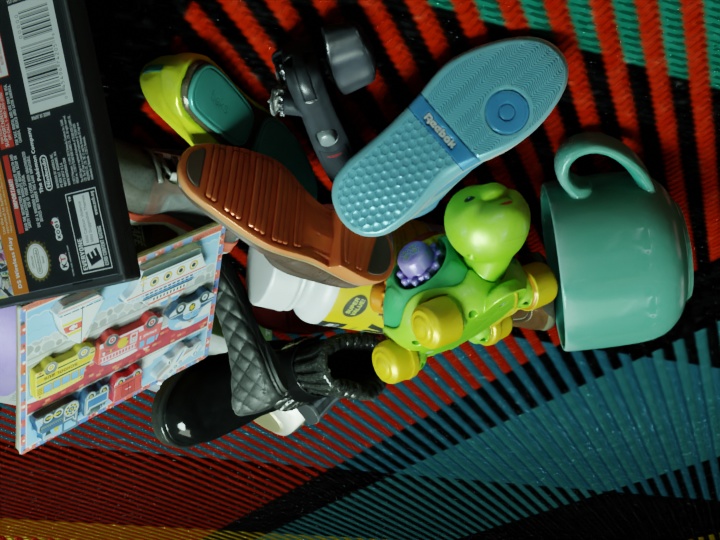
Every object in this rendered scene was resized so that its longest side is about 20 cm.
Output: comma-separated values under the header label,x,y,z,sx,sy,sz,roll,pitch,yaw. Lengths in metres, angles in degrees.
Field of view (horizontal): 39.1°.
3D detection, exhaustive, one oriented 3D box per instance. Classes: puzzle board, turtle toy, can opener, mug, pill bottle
label,x,y,z,sx,sy,sz,roll,pitch,yaw
puzzle board,-0.191,0.053,0.828,0.200,0.017,0.151,-28,143,-43
turtle toy,0.082,0.006,0.840,0.145,0.101,0.200,-18,161,-33
can opener,-0.022,-0.110,0.766,0.078,0.064,0.200,-4,156,5
mug,0.224,-0.017,0.879,0.114,0.153,0.185,-7,156,6
pill bottle,0.000,0.000,0.955,0.199,0.115,0.114,10,154,-22

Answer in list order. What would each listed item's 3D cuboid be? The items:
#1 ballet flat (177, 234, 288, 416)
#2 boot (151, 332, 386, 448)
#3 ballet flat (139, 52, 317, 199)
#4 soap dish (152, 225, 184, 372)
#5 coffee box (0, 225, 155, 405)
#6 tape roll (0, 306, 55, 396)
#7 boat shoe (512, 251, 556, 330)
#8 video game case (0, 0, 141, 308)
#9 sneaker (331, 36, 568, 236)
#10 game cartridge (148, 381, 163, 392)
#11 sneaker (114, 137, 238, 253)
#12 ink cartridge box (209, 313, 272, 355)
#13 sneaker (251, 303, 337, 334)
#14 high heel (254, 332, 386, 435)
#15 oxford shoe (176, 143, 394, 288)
label,x,y,z,sx,sy,sz,roll,pitch,yaw
ballet flat,-0.130,0.038,0.939,0.057,0.201,0.066,-27,167,3
boot,-0.086,0.114,1.000,0.157,0.080,0.211,-3,-163,44
ballet flat,-0.102,-0.105,0.792,0.067,0.067,0.200,10,161,30
soap dish,-0.244,0.046,1.009,0.199,0.158,0.081,-21,166,38
coffee box,-0.268,0.020,0.908,0.080,0.113,0.200,18,129,-37
tape roll,-0.310,-0.004,0.823,0.085,0.201,0.200,14,152,-33
boat shoe,0.136,0.025,0.989,0.073,0.076,0.200,-10,180,-6
video game case,-0.247,-0.076,0.680,0.180,0.201,0.025,-11,-178,21
sneaker,0.071,-0.106,0.785,0.199,0.080,0.131,-34,180,14
game cartridge,-0.242,0.119,1.199,0.132,0.042,0.200,16,175,-7
sneaker,-0.150,-0.079,0.844,0.082,0.077,0.200,-31,153,20
ink cartridge box,-0.170,0.073,1.176,0.103,0.060,0.200,-19,151,34
sneaker,-0.012,0.049,1.111,0.199,0.079,0.116,-5,155,11
high heel,-0.057,0.123,1.182,0.200,0.142,0.072,-9,118,54
oxford shoe,-0.067,-0.031,0.781,0.199,0.072,0.073,30,146,-34
